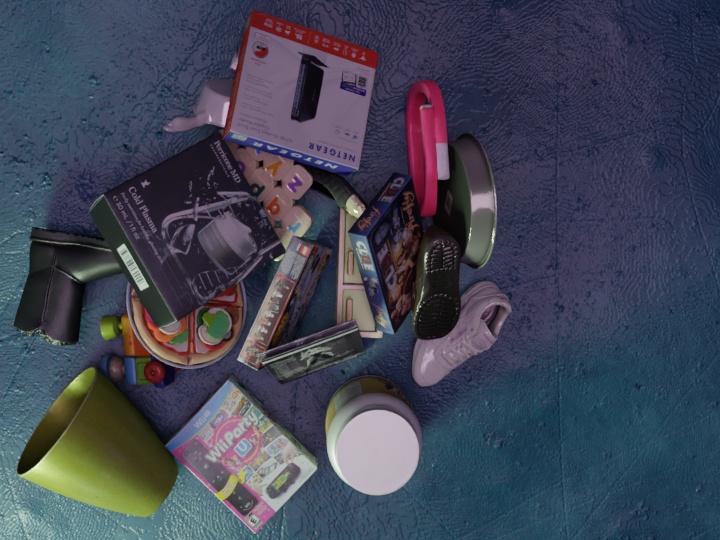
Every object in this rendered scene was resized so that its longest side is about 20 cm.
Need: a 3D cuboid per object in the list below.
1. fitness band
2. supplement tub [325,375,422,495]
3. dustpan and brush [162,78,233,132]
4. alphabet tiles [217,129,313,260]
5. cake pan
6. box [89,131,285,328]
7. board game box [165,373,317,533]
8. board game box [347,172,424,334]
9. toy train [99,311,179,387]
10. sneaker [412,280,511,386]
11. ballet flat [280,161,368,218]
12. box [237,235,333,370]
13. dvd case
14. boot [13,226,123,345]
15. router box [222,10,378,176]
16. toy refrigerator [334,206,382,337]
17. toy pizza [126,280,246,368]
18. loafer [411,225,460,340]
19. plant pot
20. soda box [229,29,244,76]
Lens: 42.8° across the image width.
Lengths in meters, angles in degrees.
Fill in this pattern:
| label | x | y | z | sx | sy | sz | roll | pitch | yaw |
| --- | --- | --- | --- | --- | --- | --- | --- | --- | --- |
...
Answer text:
| label | x | y | z | sx | sy | sz | roll | pitch | yaw |
| --- | --- | --- | --- | --- | --- | --- | --- | --- | --- |
| fitness band | 0.097 | -0.184 | 1.388 | 0.037 | 0.144 | 0.204 | -3 | 90 | -10 |
| supplement tub | 0.019 | 0.248 | 1.394 | 0.142 | 0.200 | 0.148 | 0 | 95 | -4 |
| dustpan and brush | -0.208 | -0.231 | 1.333 | 0.138 | 0.199 | 0.058 | 29 | 114 | 27 |
| alphabet tiles | -0.166 | -0.115 | 1.401 | 0.200 | 0.015 | 0.196 | 45 | 118 | 1 |
| cake pan | 0.149 | -0.102 | 1.371 | 0.036 | 0.200 | 0.204 | -6 | 95 | -14 |
| box | -0.248 | -0.056 | 1.320 | 0.195 | 0.123 | 0.202 | -34 | 98 | -27 |
| board game box | -0.186 | 0.288 | 1.454 | 0.148 | 0.064 | 0.200 | -45 | 95 | 1 |
| board game box | 0.050 | -0.023 | 1.367 | 0.034 | 0.202 | 0.136 | 14 | 51 | 30 |
| toy train | -0.350 | 0.079 | 1.422 | 0.113 | 0.085 | 0.204 | -4 | 95 | 10 |
| sneaker | 0.157 | 0.105 | 1.438 | 0.075 | 0.100 | 0.201 | 39 | 93 | -26 |
| ballet flat | -0.052 | -0.119 | 1.381 | 0.057 | 0.199 | 0.067 | -47 | 137 | -8 |
| box | -0.112 | 0.048 | 1.398 | 0.039 | 0.137 | 0.203 | 25 | 93 | 10 |
| dvd case | -0.068 | 0.125 | 1.384 | 0.146 | 0.200 | 0.016 | -20 | 74 | -2 |
| boot | -0.425 | 0.031 | 1.407 | 0.196 | 0.076 | 0.172 | 8 | 91 | 3 |
| router box | -0.083 | -0.251 | 1.317 | 0.197 | 0.049 | 0.183 | 13 | 79 | -21 |
| toy refrigerator | 0.000 | 0.000 | 1.437 | 0.074 | 0.070 | 0.204 | 2 | 95 | -4 |
| toy pizza | -0.257 | 0.046 | 1.393 | 0.197 | 0.032 | 0.204 | 8 | 76 | -34 |
| loafer | 0.115 | 0.018 | 1.384 | 0.072 | 0.072 | 0.203 | 1 | 127 | -9 |
| plant pot | -0.380 | 0.281 | 1.395 | 0.199 | 0.187 | 0.188 | 40 | 92 | -21 |
| soda box | -0.099 | -0.293 | 1.404 | 0.197 | 0.068 | 0.065 | 23 | 89 | -6 |
